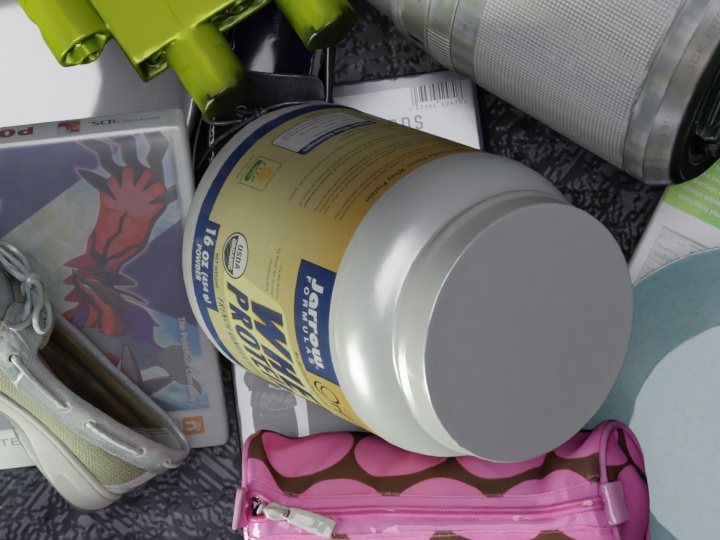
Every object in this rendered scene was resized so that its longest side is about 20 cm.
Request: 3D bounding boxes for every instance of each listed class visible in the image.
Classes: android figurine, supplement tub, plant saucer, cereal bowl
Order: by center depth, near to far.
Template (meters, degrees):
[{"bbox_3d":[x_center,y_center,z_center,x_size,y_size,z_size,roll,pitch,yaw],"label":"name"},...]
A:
[{"bbox_3d":[0.021,0.005,1.197,0.144,0.200,0.145,-11,110,-33],"label":"supplement tub"},{"bbox_3d":[-0.092,-0.179,1.238,0.182,0.041,0.200,-32,78,-3],"label":"android figurine"},{"bbox_3d":[0.198,0.087,1.268,0.201,0.039,0.201,0,86,3],"label":"plant saucer"},{"bbox_3d":[-0.179,-0.101,1.311,0.200,0.083,0.200,0,92,1],"label":"cereal bowl"}]

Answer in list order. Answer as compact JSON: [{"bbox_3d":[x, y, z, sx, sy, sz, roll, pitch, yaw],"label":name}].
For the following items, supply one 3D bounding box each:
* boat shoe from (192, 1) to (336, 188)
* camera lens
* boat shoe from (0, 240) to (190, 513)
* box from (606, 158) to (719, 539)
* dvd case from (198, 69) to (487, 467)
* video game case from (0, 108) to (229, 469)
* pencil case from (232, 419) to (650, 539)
[{"bbox_3d":[-0.048,-0.087,1.295,0.075,0.062,0.200,8,87,3],"label":"boat shoe"},{"bbox_3d":[0.121,-0.149,1.254,0.200,0.160,0.160,32,88,17],"label":"camera lens"},{"bbox_3d":[-0.157,0.040,1.234,0.065,0.074,0.202,-24,127,10],"label":"boat shoe"},{"bbox_3d":[0.196,0.045,1.308,0.144,0.036,0.200,27,89,5],"label":"box"},{"bbox_3d":[0.000,0.000,1.327,0.150,0.025,0.200,-7,84,3],"label":"dvd case"},{"bbox_3d":[-0.168,0.016,1.273,0.182,0.023,0.200,-6,123,-1],"label":"video game case"},{"bbox_3d":[0.040,0.115,1.218,0.200,0.094,0.091,-5,75,11],"label":"pencil case"}]
